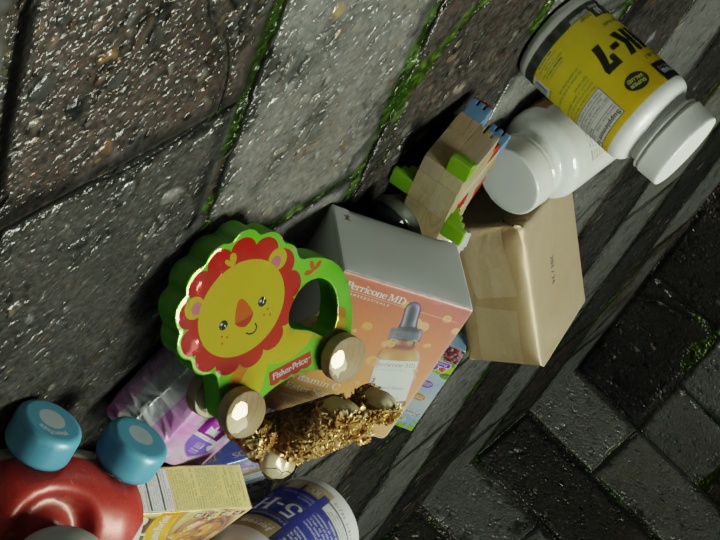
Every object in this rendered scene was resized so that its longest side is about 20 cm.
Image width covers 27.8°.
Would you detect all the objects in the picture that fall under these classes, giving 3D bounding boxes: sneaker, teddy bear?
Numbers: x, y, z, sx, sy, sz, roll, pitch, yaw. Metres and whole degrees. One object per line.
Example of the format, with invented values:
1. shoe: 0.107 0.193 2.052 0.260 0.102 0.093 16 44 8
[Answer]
1. sneaker: 0.000 0.000 1.579 0.114 0.076 0.200 -45 172 -31
2. teddy bear: -0.047 0.161 1.430 0.199 0.067 0.145 -20 175 27

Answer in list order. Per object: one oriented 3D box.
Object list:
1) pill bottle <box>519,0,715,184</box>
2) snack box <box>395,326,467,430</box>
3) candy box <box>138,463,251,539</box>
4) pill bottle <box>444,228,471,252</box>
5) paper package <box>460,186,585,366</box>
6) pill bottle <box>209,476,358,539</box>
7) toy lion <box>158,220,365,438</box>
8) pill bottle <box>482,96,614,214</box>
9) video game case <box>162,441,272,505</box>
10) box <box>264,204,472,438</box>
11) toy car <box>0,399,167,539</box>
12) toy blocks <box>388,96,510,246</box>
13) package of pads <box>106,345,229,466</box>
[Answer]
1. pill bottle: 0.280 -0.195 1.583 0.114 0.200 0.114 -42 166 -13
2. snack box: 0.088 0.089 1.942 0.200 0.067 0.169 121 -12 -49
3. candy box: -0.224 0.244 1.468 0.199 0.056 0.115 4 147 -42
4. pill bottle: 0.057 0.032 1.720 0.201 0.104 0.104 -66 163 7
5. paper package: 0.202 -0.009 1.836 0.191 0.103 0.201 -46 132 -51
6. pill bottle: -0.102 0.316 1.575 0.200 0.120 0.120 -30 159 -52
7. toy lion: -0.091 0.039 1.322 0.199 0.068 0.193 -25 126 -35
8. pill bottle: 0.237 -0.152 1.754 0.200 0.114 0.115 -36 163 -34
9. video game case: -0.196 0.260 1.623 0.199 0.046 0.182 -13 143 -27
10. box: -0.001 0.056 1.507 0.200 0.151 0.107 -59 -154 33
11. toy car: -0.246 0.249 1.237 0.176 0.200 0.185 18 116 -41
12. toy blocks: 0.106 -0.111 1.579 0.137 0.100 0.200 -51 171 -31
13. package of pads: -0.171 0.133 1.461 0.120 0.076 0.200 -42 165 -4
